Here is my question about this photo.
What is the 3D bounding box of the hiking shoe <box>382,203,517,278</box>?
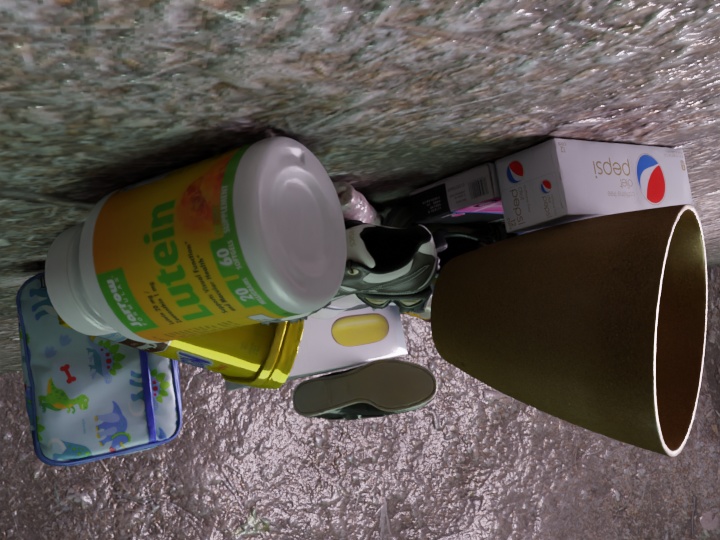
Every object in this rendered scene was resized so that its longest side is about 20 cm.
[{"bbox_3d":[0.110,-0.015,0.818,0.198,0.077,0.101,-1,-149,-43],"label":"hiking shoe"}]

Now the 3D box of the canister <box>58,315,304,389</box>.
[{"bbox_3d":[-0.171,0.042,0.743,0.198,0.088,0.148,21,167,-22],"label":"canister"}]

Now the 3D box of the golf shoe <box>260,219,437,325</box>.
[{"bbox_3d":[-0.029,-0.009,0.679,0.196,0.079,0.095,-7,149,-11],"label":"golf shoe"}]

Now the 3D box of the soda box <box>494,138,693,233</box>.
[{"bbox_3d":[0.211,-0.072,0.700,0.198,0.065,0.068,-5,172,-39],"label":"soda box"}]

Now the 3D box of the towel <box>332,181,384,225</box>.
[{"bbox_3d":[-0.077,-0.037,0.747,0.188,0.033,0.200,-11,174,9],"label":"towel"}]

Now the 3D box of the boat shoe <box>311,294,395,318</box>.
[{"bbox_3d":[0.000,0.000,0.844,0.198,0.074,0.065,-9,153,-48],"label":"boat shoe"}]

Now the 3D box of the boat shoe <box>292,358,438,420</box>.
[{"bbox_3d":[0.010,0.154,1.006,0.197,0.068,0.057,-10,162,21],"label":"boat shoe"}]

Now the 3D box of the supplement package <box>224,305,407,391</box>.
[{"bbox_3d":[-0.069,0.060,1.043,0.198,0.154,0.150,-4,170,-41],"label":"supplement package"}]

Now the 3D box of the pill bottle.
[{"bbox_3d":[-0.118,-0.012,0.540,0.197,0.113,0.111,-13,173,29],"label":"pill bottle"}]

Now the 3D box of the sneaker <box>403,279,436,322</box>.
[{"bbox_3d":[0.061,0.018,1.111,0.089,0.076,0.199,17,-178,-41],"label":"sneaker"}]

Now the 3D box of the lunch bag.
[{"bbox_3d":[-0.269,0.092,0.831,0.158,0.204,0.082,-5,180,-22],"label":"lunch bag"}]

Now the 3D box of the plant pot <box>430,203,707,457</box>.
[{"bbox_3d":[0.164,0.038,0.651,0.197,0.190,0.185,5,-178,34],"label":"plant pot"}]

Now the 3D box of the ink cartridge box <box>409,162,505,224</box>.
[{"bbox_3d":[0.147,-0.071,0.763,0.198,0.038,0.094,-6,172,-44],"label":"ink cartridge box"}]
